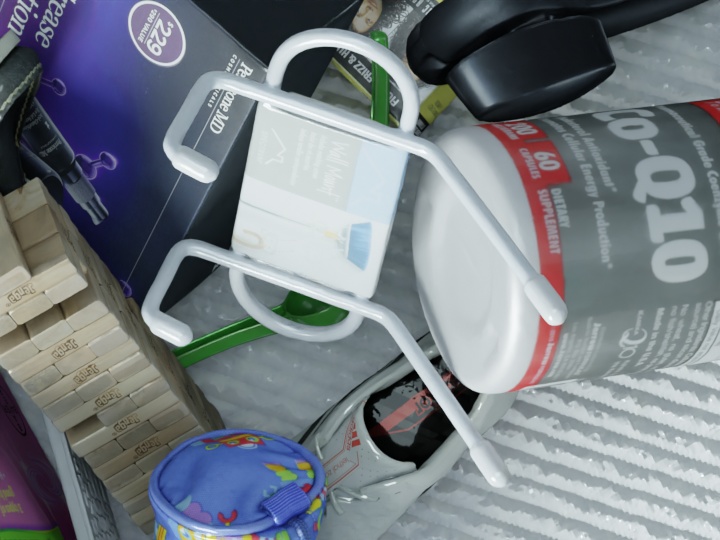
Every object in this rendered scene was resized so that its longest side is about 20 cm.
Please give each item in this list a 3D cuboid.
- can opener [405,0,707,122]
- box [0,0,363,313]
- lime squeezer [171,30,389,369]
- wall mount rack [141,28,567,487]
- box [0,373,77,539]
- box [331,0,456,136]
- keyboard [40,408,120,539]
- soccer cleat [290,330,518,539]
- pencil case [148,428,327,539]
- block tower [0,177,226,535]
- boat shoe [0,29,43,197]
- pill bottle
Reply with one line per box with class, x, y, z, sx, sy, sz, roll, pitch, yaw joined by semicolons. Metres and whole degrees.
can opener;0.107;-0.120;1.198;0.199;0.063;0.079;-23;82;-31
box;-0.102;-0.086;1.187;0.141;0.200;0.079;39;48;7
lime squeezer;-0.020;-0.016;1.236;0.070;0.038;0.201;33;108;-9
wall mount rack;0.000;0.000;1.102;0.173;0.201;0.075;20;53;5
box;-0.176;0.148;1.187;0.096;0.176;0.201;-30;83;5
box;0.066;-0.158;1.242;0.200;0.050;0.075;-45;81;1
keyboard;-0.118;0.115;1.210;0.011;0.056;0.201;-23;63;8
soccer cleat;-0.007;0.093;1.216;0.200;0.085;0.069;-40;82;3
pencil case;-0.043;0.171;1.178;0.086;0.078;0.201;15;123;36
block tower;-0.117;0.042;1.179;0.054;0.200;0.058;-29;49;4
boat shoe;-0.164;-0.030;1.179;0.067;0.200;0.072;31;49;4
pill bottle;0.133;-0.015;1.160;0.199;0.114;0.115;-8;84;-21
